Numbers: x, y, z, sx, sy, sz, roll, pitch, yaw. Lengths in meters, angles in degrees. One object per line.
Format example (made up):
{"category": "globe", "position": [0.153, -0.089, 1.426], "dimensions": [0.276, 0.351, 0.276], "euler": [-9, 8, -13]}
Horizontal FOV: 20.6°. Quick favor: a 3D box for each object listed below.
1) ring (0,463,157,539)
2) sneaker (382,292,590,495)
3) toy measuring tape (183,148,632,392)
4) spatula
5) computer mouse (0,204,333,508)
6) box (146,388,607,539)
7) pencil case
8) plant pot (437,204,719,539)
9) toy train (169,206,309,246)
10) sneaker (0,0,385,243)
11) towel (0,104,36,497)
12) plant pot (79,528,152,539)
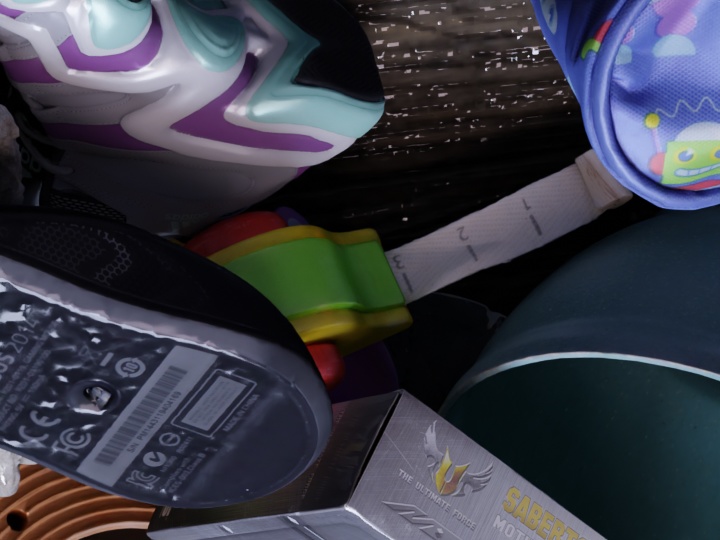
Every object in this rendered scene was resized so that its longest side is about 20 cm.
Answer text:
{"category": "ring", "position": [-0.083, 0.162, 0.757], "dimensions": [0.200, 0.201, 0.019], "euler": [17, 150, -26]}
{"category": "sneaker", "position": [0.054, 0.087, 0.848], "dimensions": [0.085, 0.075, 0.200], "euler": [0, 136, 51]}
{"category": "toy measuring tape", "position": [0.000, 0.000, 0.694], "dimensions": [0.200, 0.074, 0.074], "euler": [-24, 137, 3]}
{"category": "spatula", "position": [0.002, 0.074, 0.811], "dimensions": [0.021, 0.057, 0.200], "euler": [-32, 151, -14]}
{"category": "computer mouse", "position": [-0.096, 0.011, 0.616], "dimensions": [0.200, 0.053, 0.138], "euler": [26, 126, -28]}
{"category": "box", "position": [0.038, 0.125, 0.737], "dimensions": [0.200, 0.048, 0.158], "euler": [37, 153, -19]}
{"category": "pencil case", "position": [0.081, -0.101, 0.552], "dimensions": [0.078, 0.200, 0.087], "euler": [7, 125, -15]}
{"category": "plant pot", "position": [0.141, 0.052, 0.752], "dimensions": [0.200, 0.134, 0.200], "euler": [18, 143, 15]}
{"category": "toy train", "position": [-0.090, 0.036, 0.781], "dimensions": [0.200, 0.056, 0.150], "euler": [8, 136, -18]}
{"category": "sneaker", "position": [-0.104, -0.059, 0.656], "dimensions": [0.200, 0.078, 0.140], "euler": [28, 126, -33]}
{"category": "towel", "position": [-0.169, -0.010, 0.681], "dimensions": [0.132, 0.034, 0.200], "euler": [25, 142, 13]}
{"category": "plant pot", "position": [-0.086, 0.176, 0.859], "dimensions": [0.174, 0.200, 0.200], "euler": [-16, 141, -18]}
